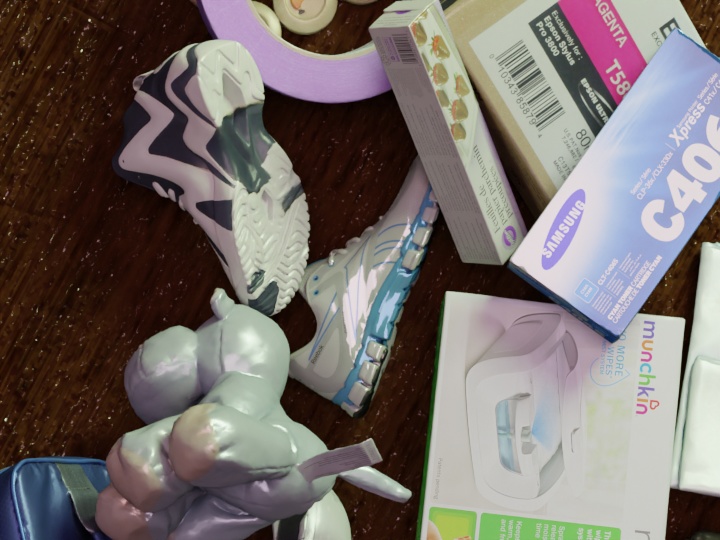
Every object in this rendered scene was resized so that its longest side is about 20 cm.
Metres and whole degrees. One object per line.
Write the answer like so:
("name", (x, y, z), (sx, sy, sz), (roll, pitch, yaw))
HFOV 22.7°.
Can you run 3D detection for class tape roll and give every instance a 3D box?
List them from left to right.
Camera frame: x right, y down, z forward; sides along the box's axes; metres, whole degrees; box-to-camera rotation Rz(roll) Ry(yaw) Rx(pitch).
("tape roll", (-0.024, -0.224, 1.318), (0.198, 0.066, 0.202), (-1, 95, -8))

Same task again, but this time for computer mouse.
("computer mouse", (-0.031, 0.222, 1.256), (0.044, 0.110, 0.201), (-16, 57, 21))

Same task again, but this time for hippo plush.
("hippo plush", (-0.095, 0.089, 1.219), (0.199, 0.160, 0.162), (-20, 57, 9))

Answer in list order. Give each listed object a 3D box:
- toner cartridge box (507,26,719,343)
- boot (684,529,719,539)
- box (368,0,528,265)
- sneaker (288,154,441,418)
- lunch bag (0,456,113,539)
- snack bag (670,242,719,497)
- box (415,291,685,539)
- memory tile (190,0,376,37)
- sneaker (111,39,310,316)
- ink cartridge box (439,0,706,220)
("toner cartridge box", (0.196, -0.059, 1.243), (0.095, 0.043, 0.201), (35, 87, 6))
("boot", (0.342, 0.161, 1.317), (0.198, 0.069, 0.176), (14, 78, -4))
("box", (0.063, -0.095, 1.261), (0.039, 0.041, 0.201), (-46, 125, -35))
("sneaker", (0.000, 0.000, 1.316), (0.086, 0.075, 0.201), (22, 84, 7))
("lunch bag", (-0.212, 0.231, 1.219), (0.132, 0.135, 0.202), (-27, 73, 28))
("snack bag", (0.329, 0.081, 1.304), (0.187, 0.021, 0.202), (10, 68, 6))
("box", (0.134, 0.128, 1.293), (0.175, 0.097, 0.202), (7, 83, 2))
("memory tile", (-0.047, -0.259, 1.367), (0.199, 0.017, 0.154), (-31, 86, -5))
("sneaker", (-0.117, -0.063, 1.311), (0.079, 0.129, 0.201), (-33, 111, -39))
("ink cartridge box", (0.158, -0.148, 1.297), (0.164, 0.075, 0.201), (-36, 108, -6))
